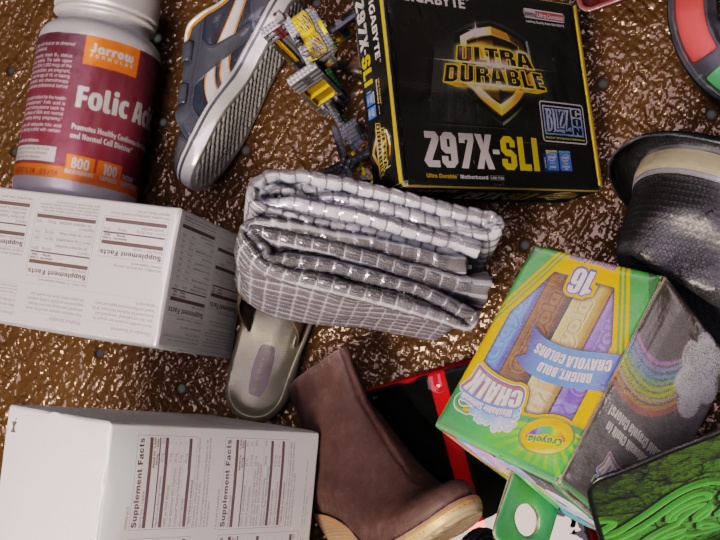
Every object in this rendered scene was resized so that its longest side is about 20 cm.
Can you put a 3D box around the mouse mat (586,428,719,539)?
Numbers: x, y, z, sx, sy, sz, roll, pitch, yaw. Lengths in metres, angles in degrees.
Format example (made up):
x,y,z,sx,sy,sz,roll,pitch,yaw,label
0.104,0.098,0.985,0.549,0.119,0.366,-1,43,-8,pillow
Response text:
x,y,z,sx,sy,sz,roll,pitch,yaw,label
0.253,0.151,0.677,0.197,0.162,0.008,-21,41,4,mouse mat

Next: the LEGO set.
x,y,z,sx,sy,sz,roll,pitch,yaw,label
0.007,-0.165,0.856,0.152,0.116,0.203,-24,78,12,LEGO set

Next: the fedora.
x,y,z,sx,sy,sz,roll,pitch,yaw,label
0.254,-0.009,0.724,0.198,0.201,0.092,26,73,17,fedora

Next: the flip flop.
x,y,z,sx,sy,sz,roll,pitch,yaw,label
-0.079,0.032,0.887,0.080,0.058,0.204,13,87,17,flip flop

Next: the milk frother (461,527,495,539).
x,y,z,sx,sy,sz,roll,pitch,yaw,label
0.019,0.302,0.783,0.185,0.181,0.203,4,59,15,milk frother

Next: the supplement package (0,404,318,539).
x,y,z,sx,sy,sz,roll,pitch,yaw,label
-0.159,0.190,0.793,0.150,0.198,0.154,-1,81,44,supplement package

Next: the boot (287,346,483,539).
x,y,z,sx,sy,sz,roll,pitch,yaw,label
0.006,0.140,0.793,0.200,0.071,0.169,-38,66,53,boot

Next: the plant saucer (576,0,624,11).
x,y,z,sx,sy,sz,roll,pitch,yaw,label
0.255,-0.318,0.827,0.197,0.037,0.203,-16,67,17,plant saucer

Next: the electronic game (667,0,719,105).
x,y,z,sx,sy,sz,roll,pitch,yaw,label
0.345,-0.215,0.806,0.196,0.042,0.204,-2,83,16,electronic game

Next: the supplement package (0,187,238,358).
x,y,z,sx,sy,sz,roll,pitch,yaw,label
-0.219,0.004,0.880,0.196,0.156,0.113,8,84,17,supplement package

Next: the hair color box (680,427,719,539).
x,y,z,sx,sy,sz,roll,pitch,yaw,label
0.316,0.144,0.732,0.198,0.099,0.061,-28,40,11,hair color box

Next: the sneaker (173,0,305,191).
x,y,z,sx,sy,sz,roll,pitch,yaw,label
-0.128,-0.172,0.919,0.078,0.079,0.202,25,79,12,sneaker

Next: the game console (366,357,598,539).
x,y,z,sx,sy,sz,roll,pitch,yaw,label
0.095,0.177,0.838,0.174,0.031,0.203,-19,78,18,game console

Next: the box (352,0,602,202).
x,y,z,sx,sy,sz,roll,pitch,yaw,label
0.094,-0.137,0.800,0.049,0.197,0.163,-16,77,58,box

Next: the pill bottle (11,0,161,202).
x,y,z,sx,sy,sz,roll,pitch,yaw,label
-0.245,-0.160,0.931,0.112,0.114,0.204,8,86,16,pill bottle

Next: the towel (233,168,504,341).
x,y,z,sx,sy,sz,roll,pitch,yaw,label
0.000,0.000,0.790,0.196,0.166,0.087,13,74,-3,towel

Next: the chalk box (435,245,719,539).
x,y,z,sx,sy,sz,roll,pitch,yaw,label
0.150,0.107,0.725,0.123,0.124,0.202,19,73,51,chalk box
